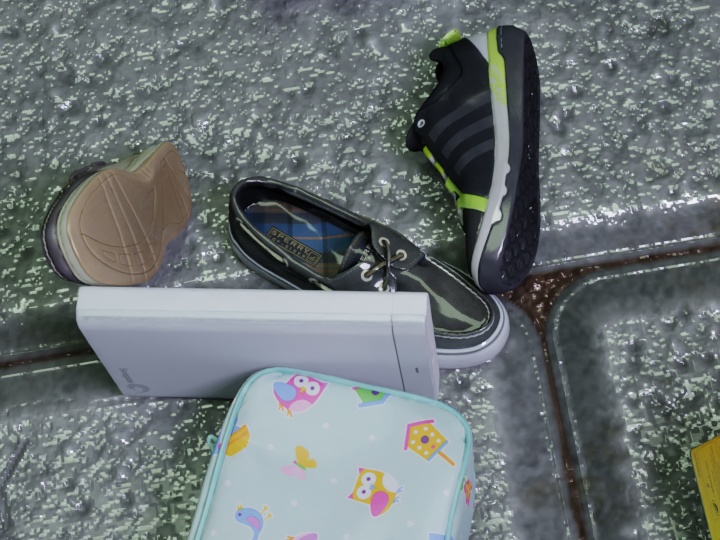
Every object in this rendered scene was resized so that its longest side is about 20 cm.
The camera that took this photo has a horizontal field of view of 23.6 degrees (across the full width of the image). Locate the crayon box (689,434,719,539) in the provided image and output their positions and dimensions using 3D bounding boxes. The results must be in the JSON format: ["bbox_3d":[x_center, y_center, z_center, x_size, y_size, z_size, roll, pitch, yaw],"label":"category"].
[{"bbox_3d":[0.254,0.166,0.907,0.058,0.119,0.201,7,60,-33],"label":"crayon box"}]

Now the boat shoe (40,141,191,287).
[{"bbox_3d":[-0.158,-0.030,1.062,0.064,0.200,0.072,-16,105,15],"label":"boat shoe"}]

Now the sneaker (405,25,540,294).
[{"bbox_3d":[0.071,-0.070,1.113,0.082,0.072,0.201,-5,56,17],"label":"sneaker"}]

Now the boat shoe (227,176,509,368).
[{"bbox_3d":[0.000,0.000,1.081,0.199,0.057,0.069,24,68,17],"label":"boat shoe"}]

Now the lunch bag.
[{"bbox_3d":[-0.023,0.158,0.993,0.159,0.077,0.201,10,64,12],"label":"lunch bag"}]

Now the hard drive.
[{"bbox_3d":[-0.056,0.046,1.021,0.198,0.132,0.027,1,67,7],"label":"hard drive"}]
